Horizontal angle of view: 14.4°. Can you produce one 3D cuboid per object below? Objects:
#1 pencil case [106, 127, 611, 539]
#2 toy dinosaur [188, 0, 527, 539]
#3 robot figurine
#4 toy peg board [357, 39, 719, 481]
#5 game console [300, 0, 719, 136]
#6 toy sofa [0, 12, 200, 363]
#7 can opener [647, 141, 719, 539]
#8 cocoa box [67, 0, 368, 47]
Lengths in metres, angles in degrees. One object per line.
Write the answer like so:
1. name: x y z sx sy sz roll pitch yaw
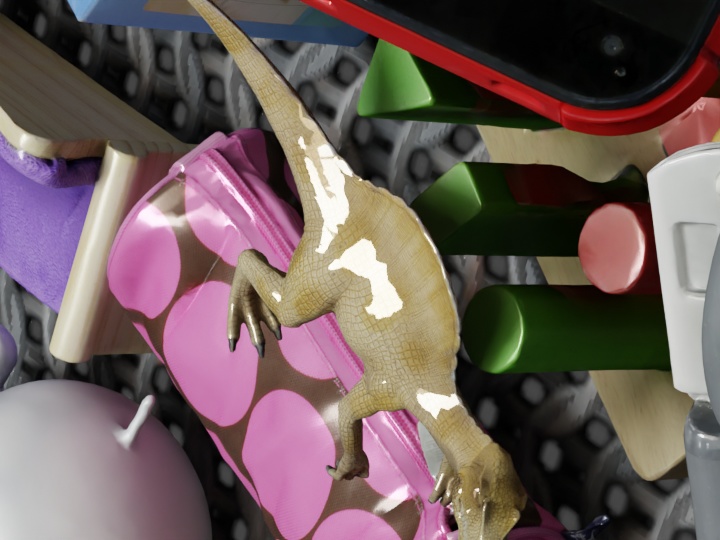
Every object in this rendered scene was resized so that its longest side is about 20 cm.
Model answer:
1. pencil case: -0.009 0.040 0.933 0.200 0.091 0.094 51 168 31
2. toy dinosaur: 0.000 0.000 0.832 0.201 0.058 0.101 62 157 9
3. robot figurine: -0.132 0.107 1.042 0.200 0.113 0.170 -25 80 43
4. toy peg board: 0.086 -0.071 0.829 0.199 0.098 0.201 -42 61 38
5. game console: 0.032 -0.149 0.779 0.199 0.031 0.178 25 92 8
6. toy sofa: -0.140 -0.046 1.062 0.200 0.097 0.083 35 115 42
7. can opener: 0.109 0.056 0.774 0.052 0.067 0.201 5 126 26
8. cocoa box: -0.020 -0.187 0.914 0.200 0.133 0.132 -50 57 33
